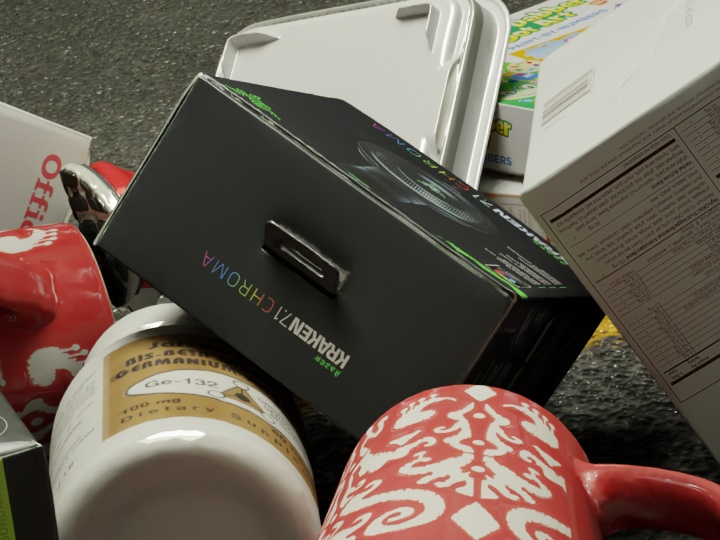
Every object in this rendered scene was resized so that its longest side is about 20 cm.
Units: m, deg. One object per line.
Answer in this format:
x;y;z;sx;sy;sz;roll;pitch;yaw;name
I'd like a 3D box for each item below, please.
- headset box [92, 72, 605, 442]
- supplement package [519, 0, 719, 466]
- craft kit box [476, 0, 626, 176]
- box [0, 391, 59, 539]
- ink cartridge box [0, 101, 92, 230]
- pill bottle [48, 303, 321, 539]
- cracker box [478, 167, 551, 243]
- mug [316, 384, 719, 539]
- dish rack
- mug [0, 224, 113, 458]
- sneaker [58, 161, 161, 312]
0.000;0.000;1.235;0.174;0.093;0.200;36;11;16;headset box
0.187;-0.025;1.222;0.147;0.200;0.191;-34;13;18;supplement package
0.128;-0.105;1.568;0.197;0.049;0.199;9;25;45;craft kit box
-0.199;0.114;1.123;0.124;0.150;0.200;-14;22;-17;box
-0.257;-0.036;1.424;0.199;0.148;0.085;22;-1;-40;ink cartridge box
-0.078;0.087;1.197;0.113;0.115;0.200;-9;19;-2;pill bottle
0.107;-0.042;1.549;0.199;0.058;0.134;5;24;28;cracker box
0.057;0.130;1.047;0.176;0.134;0.200;6;18;3;mug
-0.019;-0.077;1.524;0.199;0.043;0.173;-6;60;37;dish rack
-0.215;0.049;1.300;0.199;0.134;0.177;-11;2;-21;mug
-0.099;-0.029;1.416;0.084;0.077;0.200;-23;-2;0;sneaker
